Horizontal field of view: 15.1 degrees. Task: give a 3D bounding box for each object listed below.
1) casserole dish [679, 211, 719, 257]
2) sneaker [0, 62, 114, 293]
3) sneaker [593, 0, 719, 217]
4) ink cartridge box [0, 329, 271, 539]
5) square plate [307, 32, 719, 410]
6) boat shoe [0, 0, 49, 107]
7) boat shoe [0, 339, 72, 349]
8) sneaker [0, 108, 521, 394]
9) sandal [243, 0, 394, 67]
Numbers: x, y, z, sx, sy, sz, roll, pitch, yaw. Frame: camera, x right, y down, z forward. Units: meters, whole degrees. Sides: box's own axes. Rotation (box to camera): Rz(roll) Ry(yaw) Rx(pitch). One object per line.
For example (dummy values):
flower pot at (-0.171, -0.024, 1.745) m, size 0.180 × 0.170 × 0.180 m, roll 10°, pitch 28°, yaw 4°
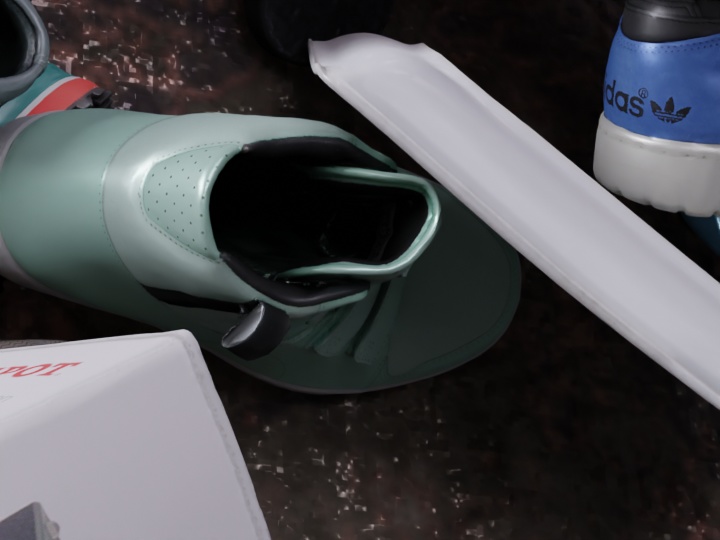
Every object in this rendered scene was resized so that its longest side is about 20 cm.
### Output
casserole dish at (0.181, -0.049, 0.959) m, size 0.121 × 0.039 × 0.200 m, roll 42°, pitch 54°, yaw 3°
sneaker at (-0.166, -0.013, 0.779) m, size 0.093 × 0.070 × 0.200 m, roll 37°, pitch 55°, yaw 19°
sneaker at (0.165, -0.081, 0.866) m, size 0.199 × 0.112 × 0.077 m, roll -4°, pitch 20°, yaw -30°
ink cartridge box at (-0.135, 0.088, 0.589) m, size 0.200 × 0.145 × 0.085 m, roll -24°, pitch 100°, yaw -37°
square plate at (0.069, -0.009, 0.800) m, size 0.200 × 0.198 × 0.028 m, roll 39°, pitch 95°, yaw -6°
boat shoe at (-0.159, -0.102, 0.694) m, size 0.200 × 0.062 × 0.073 m, roll 42°, pitch 58°, yaw -36°
boat shoe at (-0.137, 0.062, 0.729) m, size 0.199 × 0.073 × 0.075 m, roll -10°, pitch 94°, yaw -38°
sneaker at (0.000, 0.000, 0.779) m, size 0.200 × 0.118 × 0.074 m, roll 11°, pitch 87°, yaw -42°
sandal at (-0.017, -0.166, 0.873) m, size 0.075 × 0.201 × 0.045 m, roll -9°, pitch 26°, yaw -31°
